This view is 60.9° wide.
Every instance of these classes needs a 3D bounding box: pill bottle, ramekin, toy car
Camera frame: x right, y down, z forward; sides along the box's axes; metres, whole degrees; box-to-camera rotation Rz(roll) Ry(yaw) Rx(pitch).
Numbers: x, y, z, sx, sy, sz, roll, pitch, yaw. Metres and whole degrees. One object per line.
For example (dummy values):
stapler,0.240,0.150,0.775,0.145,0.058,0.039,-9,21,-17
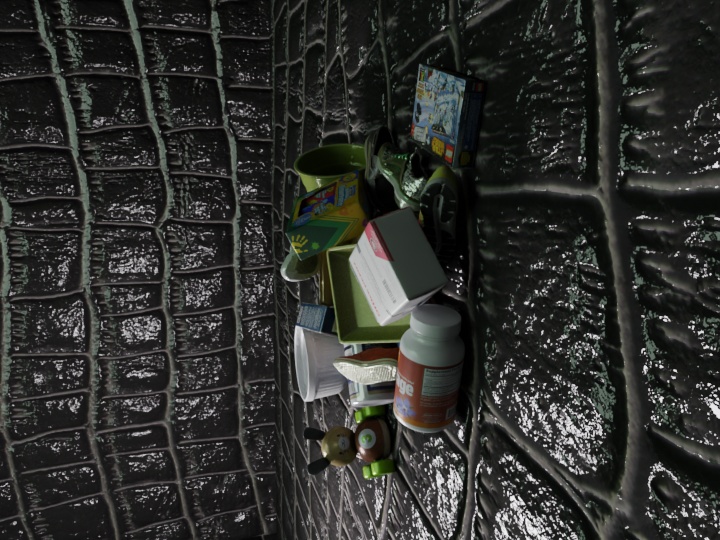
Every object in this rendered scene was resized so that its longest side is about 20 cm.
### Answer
pill bottle,0.119,0.166,1.056,0.112,0.111,0.201,-126,37,-62
ramekin,-0.100,0.226,1.556,0.200,0.104,0.202,176,90,-75
toy car,-0.036,0.420,1.477,0.158,0.199,0.165,121,143,-63
pill bottle,0.021,0.204,1.408,0.111,0.110,0.201,127,138,-66

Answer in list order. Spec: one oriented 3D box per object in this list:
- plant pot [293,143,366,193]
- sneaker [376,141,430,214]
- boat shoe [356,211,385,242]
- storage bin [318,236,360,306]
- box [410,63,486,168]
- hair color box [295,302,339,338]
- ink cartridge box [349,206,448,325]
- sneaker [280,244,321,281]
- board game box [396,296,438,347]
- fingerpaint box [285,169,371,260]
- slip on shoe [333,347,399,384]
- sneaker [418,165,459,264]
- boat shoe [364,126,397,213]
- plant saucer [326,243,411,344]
plant pot,-0.053,-0.186,1.513,0.200,0.199,0.191,-118,18,-56
sneaker,0.096,-0.199,1.187,0.089,0.076,0.201,-62,37,37
boat shoe,0.023,-0.057,1.442,0.201,0.067,0.072,108,156,-47
storage bin,0.000,0.000,1.360,0.199,0.093,0.200,8,101,51
box,0.142,-0.266,1.038,0.200,0.040,0.138,-122,34,-60
hair color box,-0.069,0.115,1.378,0.200,0.099,0.061,179,106,-70
ink cartridge box,0.058,-0.001,1.059,0.146,0.084,0.200,64,161,10
sneaker,-0.135,-0.038,1.442,0.099,0.200,0.078,-7,119,37
board game box,0.113,0.113,1.236,0.103,0.019,0.201,-112,25,-46
fingerpaint box,-0.064,-0.125,1.315,0.200,0.166,0.074,-89,-26,-62
slip on shoe,0.023,0.197,1.303,0.199,0.074,0.061,-13,34,43
sneaker,0.136,-0.092,1.056,0.201,0.078,0.091,98,-173,-48
boat shoe,0.047,-0.221,1.318,0.073,0.074,0.201,122,141,-64
plant saucer,0.034,0.041,1.223,0.199,0.048,0.202,-6,93,36
